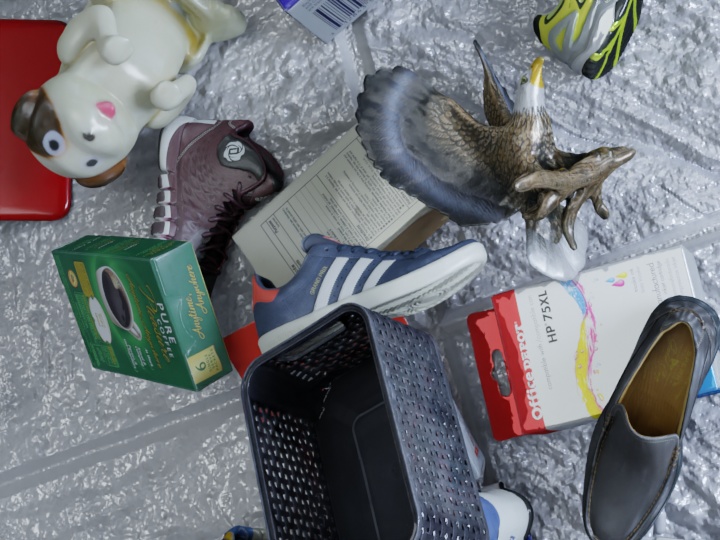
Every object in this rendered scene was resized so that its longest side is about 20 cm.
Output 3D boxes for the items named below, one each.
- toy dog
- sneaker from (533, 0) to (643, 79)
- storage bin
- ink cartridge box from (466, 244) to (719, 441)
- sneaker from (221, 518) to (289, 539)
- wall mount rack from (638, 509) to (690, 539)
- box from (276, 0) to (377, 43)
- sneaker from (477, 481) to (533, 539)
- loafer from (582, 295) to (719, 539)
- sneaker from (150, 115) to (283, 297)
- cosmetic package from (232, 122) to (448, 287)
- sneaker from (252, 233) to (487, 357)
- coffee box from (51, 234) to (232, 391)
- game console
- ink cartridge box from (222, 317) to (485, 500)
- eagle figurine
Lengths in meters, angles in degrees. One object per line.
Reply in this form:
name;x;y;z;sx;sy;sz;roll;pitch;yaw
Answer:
toy dog;-0.230;-0.178;1.233;0.193;0.140;0.201;-1;55;44
sneaker;0.209;-0.261;1.122;0.076;0.075;0.201;31;94;22
storage bin;0.000;0.144;1.035;0.135;0.093;0.202;-32;55;28
ink cartridge box;0.179;0.063;1.098;0.198;0.067;0.117;-16;79;20
sneaker;-0.107;0.268;1.179;0.199;0.075;0.091;-24;84;27
wall mount rack;0.273;0.269;1.037;0.198;0.074;0.176;3;81;23
box;-0.031;-0.344;1.214;0.183;0.105;0.201;-38;71;13
sneaker;0.076;0.230;1.117;0.199;0.114;0.081;-40;63;45
loafer;0.206;0.115;1.010;0.072;0.072;0.202;17;98;18
sneaker;-0.124;-0.046;1.236;0.114;0.076;0.202;-4;81;19
cosmetic package;-0.001;-0.051;1.184;0.200;0.071;0.106;-40;73;14
sneaker;0.000;0.000;1.093;0.198;0.075;0.085;-22;72;10
coffee box;-0.193;0.034;1.198;0.199;0.044;0.124;3;114;54
game console;-0.379;-0.143;1.382;0.172;0.118;0.202;-10;78;53
ink cartridge box;-0.010;0.115;1.144;0.161;0.050;0.201;-28;100;17
eagle figurine;0.113;-0.099;1.078;0.199;0.152;0.152;26;82;45
